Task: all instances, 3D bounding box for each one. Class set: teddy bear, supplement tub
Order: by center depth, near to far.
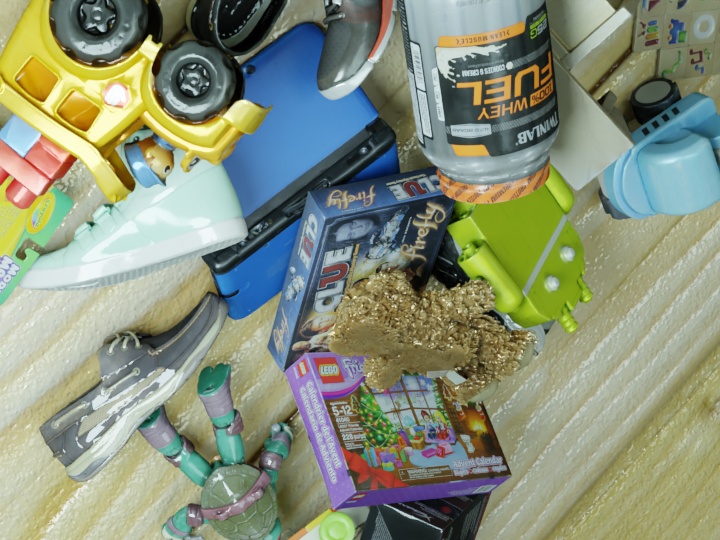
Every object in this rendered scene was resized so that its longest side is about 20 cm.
[{"bbox_3d":[0.099,-0.166,1.605,0.122,0.122,0.202,-22,119,-22],"label":"supplement tub"},{"bbox_3d":[0.063,0.056,1.709,0.198,0.067,0.145,11,141,-17],"label":"teddy bear"}]

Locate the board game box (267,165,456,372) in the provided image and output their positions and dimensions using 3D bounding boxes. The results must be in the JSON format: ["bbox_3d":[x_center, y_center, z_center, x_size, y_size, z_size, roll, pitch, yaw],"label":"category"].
[{"bbox_3d":[0.000,0.000,1.716,0.134,0.035,0.201,-13,142,-26],"label":"board game box"}]

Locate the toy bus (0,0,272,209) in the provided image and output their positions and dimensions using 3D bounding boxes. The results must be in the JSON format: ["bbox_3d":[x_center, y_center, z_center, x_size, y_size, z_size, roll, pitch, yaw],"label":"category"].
[{"bbox_3d":[-0.193,-0.119,1.488,0.199,0.136,0.193,35,92,-1],"label":"toy bus"}]

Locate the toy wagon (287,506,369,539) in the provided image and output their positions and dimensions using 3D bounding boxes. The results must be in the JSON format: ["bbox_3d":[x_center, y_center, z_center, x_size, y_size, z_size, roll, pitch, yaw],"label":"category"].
[{"bbox_3d":[-0.074,0.282,1.790,0.199,0.040,0.155,-35,169,-14],"label":"toy wagon"}]

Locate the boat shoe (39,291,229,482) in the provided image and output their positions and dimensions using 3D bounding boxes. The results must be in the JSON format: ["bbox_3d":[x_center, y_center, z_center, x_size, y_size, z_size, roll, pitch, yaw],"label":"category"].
[{"bbox_3d":[-0.194,0.088,1.652,0.073,0.074,0.200,43,84,-6],"label":"boat shoe"}]

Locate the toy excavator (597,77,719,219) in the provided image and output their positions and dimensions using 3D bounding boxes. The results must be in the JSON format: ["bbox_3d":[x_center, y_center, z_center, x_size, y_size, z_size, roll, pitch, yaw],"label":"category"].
[{"bbox_3d":[0.333,-0.106,1.821,0.194,0.200,0.100,-33,125,-15],"label":"toy excavator"}]

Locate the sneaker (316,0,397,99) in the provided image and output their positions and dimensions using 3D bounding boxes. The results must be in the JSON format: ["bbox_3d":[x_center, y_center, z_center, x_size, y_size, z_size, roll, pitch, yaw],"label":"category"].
[{"bbox_3d":[-0.013,-0.243,1.619,0.081,0.077,0.202,22,79,-29],"label":"sneaker"}]

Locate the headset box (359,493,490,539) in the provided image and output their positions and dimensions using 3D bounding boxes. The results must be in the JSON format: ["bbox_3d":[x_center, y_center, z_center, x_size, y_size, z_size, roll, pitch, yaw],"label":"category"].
[{"bbox_3d":[0.054,0.267,1.844,0.200,0.074,0.150,-25,135,-69],"label":"headset box"}]

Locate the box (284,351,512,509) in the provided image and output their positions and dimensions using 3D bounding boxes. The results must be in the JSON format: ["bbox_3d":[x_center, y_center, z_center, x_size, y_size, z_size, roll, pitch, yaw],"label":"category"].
[{"bbox_3d":[0.036,0.140,1.773,0.199,0.138,0.039,0,150,-42],"label":"box"}]

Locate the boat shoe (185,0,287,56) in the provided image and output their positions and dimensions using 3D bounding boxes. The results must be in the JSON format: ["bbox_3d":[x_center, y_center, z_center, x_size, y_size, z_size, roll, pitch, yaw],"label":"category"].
[{"bbox_3d":[-0.070,-0.267,1.587,0.073,0.063,0.203,27,94,-35],"label":"boat shoe"}]

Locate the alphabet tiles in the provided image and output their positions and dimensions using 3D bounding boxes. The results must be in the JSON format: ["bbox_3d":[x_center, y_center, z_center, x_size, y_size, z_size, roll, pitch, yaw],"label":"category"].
[{"bbox_3d":[0.347,-0.270,1.878,0.198,0.006,0.168,-10,116,-28],"label":"alphabet tiles"}]

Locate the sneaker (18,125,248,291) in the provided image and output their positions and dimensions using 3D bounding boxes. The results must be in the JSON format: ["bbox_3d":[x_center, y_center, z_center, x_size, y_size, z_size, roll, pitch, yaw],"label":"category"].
[{"bbox_3d":[-0.197,-0.055,1.591,0.199,0.074,0.119,-17,84,13],"label":"sneaker"}]

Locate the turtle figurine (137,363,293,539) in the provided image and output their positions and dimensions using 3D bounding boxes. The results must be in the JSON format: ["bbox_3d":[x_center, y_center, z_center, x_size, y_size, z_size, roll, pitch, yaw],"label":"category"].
[{"bbox_3d":[-0.116,0.187,1.743,0.149,0.101,0.201,-35,120,-14],"label":"turtle figurine"}]

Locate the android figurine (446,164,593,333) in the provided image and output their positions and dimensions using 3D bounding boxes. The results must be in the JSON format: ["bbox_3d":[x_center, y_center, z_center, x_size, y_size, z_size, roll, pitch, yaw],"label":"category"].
[{"bbox_3d":[0.146,-0.032,1.779,0.201,0.041,0.182,53,42,-16],"label":"android figurine"}]

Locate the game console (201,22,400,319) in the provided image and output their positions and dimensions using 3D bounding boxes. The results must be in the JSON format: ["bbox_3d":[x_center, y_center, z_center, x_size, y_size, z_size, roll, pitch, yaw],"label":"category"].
[{"bbox_3d":[-0.076,-0.083,1.692,0.199,0.118,0.171,-37,156,-12],"label":"game console"}]

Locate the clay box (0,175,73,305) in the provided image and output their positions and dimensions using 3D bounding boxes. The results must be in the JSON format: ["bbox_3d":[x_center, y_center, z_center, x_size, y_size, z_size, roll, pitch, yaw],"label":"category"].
[{"bbox_3d":[-0.331,-0.065,1.522,0.200,0.048,0.115,38,87,-39],"label":"clay box"}]

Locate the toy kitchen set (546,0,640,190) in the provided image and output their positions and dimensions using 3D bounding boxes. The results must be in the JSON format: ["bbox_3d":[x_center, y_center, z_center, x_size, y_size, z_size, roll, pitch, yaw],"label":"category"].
[{"bbox_3d":[0.191,-0.191,1.737,0.163,0.181,0.200,46,123,-6],"label":"toy kitchen set"}]

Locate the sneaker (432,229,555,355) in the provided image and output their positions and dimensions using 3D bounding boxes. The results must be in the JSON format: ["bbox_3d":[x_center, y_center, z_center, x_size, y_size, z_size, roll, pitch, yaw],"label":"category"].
[{"bbox_3d":[0.125,0.000,1.826,0.080,0.074,0.200,-55,134,-6],"label":"sneaker"}]
